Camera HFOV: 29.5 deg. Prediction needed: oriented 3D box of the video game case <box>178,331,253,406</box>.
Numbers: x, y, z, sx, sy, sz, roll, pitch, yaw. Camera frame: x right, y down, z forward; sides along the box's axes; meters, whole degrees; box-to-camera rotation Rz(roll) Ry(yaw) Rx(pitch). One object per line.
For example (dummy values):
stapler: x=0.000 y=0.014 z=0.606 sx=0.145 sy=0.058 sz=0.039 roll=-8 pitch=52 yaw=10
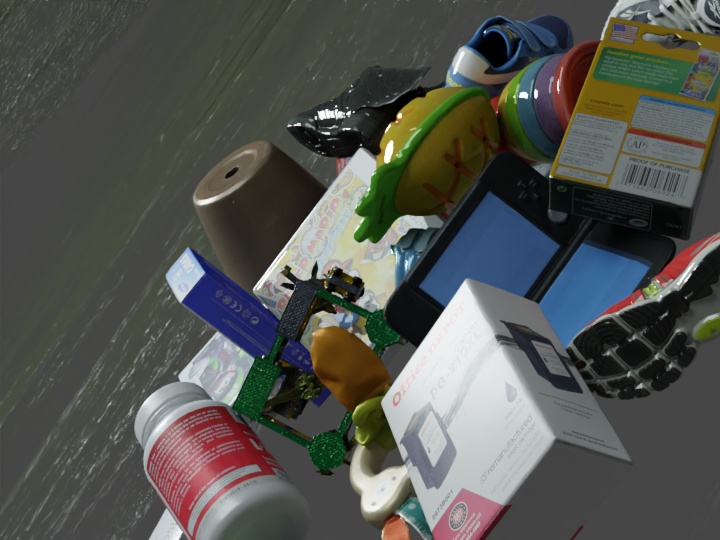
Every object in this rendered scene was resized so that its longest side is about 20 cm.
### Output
video game case: x=-0.137 y=0.095 z=1.662 sx=0.200 sy=0.023 sz=0.182 roll=-48 pitch=25 yaw=3

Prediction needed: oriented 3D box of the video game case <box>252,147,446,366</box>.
video game case: x=0.000 y=0.000 z=1.436 sx=0.182 sy=0.023 sz=0.200 roll=44 pitch=101 yaw=31

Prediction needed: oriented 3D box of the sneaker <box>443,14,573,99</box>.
sneaker: x=0.170 y=-0.239 z=1.493 sx=0.074 sy=0.083 sz=0.200 roll=34 pitch=50 yaw=25

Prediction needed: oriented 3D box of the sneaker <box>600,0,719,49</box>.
sneaker: x=0.323 y=-0.252 z=1.323 sx=0.199 sy=0.080 sz=0.130 roll=-32 pitch=20 yaw=13

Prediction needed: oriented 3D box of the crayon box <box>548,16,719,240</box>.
crayon box: x=0.256 y=-0.130 z=1.222 sx=0.125 sy=0.052 sz=0.201 roll=14 pitch=58 yaw=17

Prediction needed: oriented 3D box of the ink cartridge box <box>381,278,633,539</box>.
ink cartridge box: x=0.107 y=0.126 z=1.075 sx=0.145 sy=0.084 sz=0.200 roll=-57 pitch=32 yaw=23

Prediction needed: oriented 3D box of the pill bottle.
pill bottle: x=-0.141 y=0.199 z=1.325 sx=0.112 sy=0.112 sz=0.200 roll=-48 pitch=46 yaw=3

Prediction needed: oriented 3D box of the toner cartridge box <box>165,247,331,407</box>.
toner cartridge box: x=-0.114 y=0.061 z=1.463 sx=0.043 sy=0.200 sz=0.095 roll=-50 pitch=25 yaw=1

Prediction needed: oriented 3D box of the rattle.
rattle: x=0.015 y=0.155 z=1.206 sx=0.130 sy=0.143 sz=0.200 roll=-13 pitch=33 yaw=24

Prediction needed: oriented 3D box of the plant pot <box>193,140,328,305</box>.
plant pot: x=-0.101 y=-0.051 z=1.594 sx=0.200 sy=0.175 sz=0.201 roll=-30 pitch=25 yaw=16

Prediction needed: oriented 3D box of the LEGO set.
LEGO set: x=-0.035 y=0.098 z=1.374 sx=0.116 sy=0.153 sz=0.201 roll=21 pitch=-93 yaw=-82

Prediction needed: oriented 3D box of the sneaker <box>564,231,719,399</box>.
sneaker: x=0.250 y=0.031 z=1.087 sx=0.200 sy=0.077 sz=0.085 roll=-36 pitch=8 yaw=24

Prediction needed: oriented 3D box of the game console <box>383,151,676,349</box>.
game console: x=0.145 y=0.009 z=1.209 sx=0.200 sy=0.170 sz=0.118 roll=-53 pitch=2 yaw=-9

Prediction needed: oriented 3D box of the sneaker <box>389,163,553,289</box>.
sneaker: x=0.103 y=-0.034 z=1.332 sx=0.130 sy=0.080 sz=0.201 roll=23 pitch=71 yaw=33

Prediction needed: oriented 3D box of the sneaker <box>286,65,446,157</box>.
sneaker: x=0.002 y=-0.185 z=1.552 sx=0.199 sy=0.060 sz=0.104 roll=10 pitch=62 yaw=55

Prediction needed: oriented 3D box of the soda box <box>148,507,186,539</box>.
soda box: x=-0.193 y=0.320 z=1.388 sx=0.064 sy=0.068 sz=0.201 roll=-10 pitch=45 yaw=53

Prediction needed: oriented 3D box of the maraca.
maraca: x=0.062 y=-0.104 z=1.346 sx=0.107 sy=0.137 sz=0.200 roll=36 pitch=63 yaw=23

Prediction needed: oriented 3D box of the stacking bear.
stacking bear: x=0.188 y=-0.154 z=1.384 sx=0.122 sy=0.114 sz=0.200 roll=-47 pitch=15 yaw=-25

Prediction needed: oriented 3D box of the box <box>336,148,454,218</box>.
box: x=0.038 y=-0.108 z=1.568 sx=0.095 sy=0.100 sz=0.200 roll=-38 pitch=27 yaw=22
